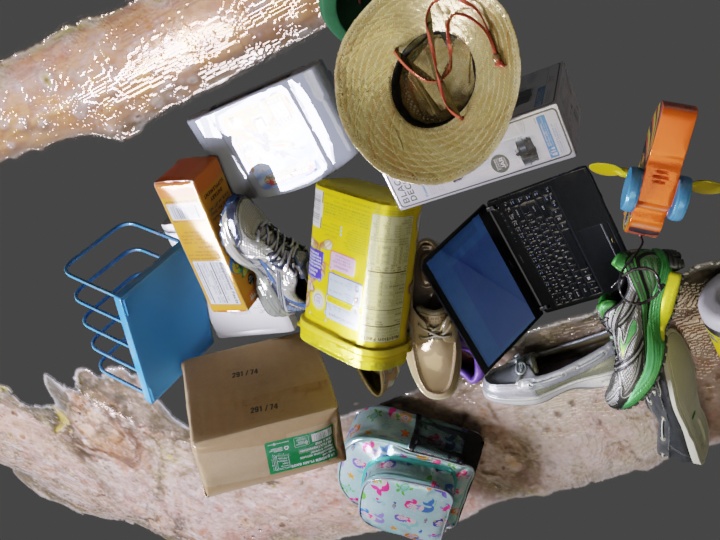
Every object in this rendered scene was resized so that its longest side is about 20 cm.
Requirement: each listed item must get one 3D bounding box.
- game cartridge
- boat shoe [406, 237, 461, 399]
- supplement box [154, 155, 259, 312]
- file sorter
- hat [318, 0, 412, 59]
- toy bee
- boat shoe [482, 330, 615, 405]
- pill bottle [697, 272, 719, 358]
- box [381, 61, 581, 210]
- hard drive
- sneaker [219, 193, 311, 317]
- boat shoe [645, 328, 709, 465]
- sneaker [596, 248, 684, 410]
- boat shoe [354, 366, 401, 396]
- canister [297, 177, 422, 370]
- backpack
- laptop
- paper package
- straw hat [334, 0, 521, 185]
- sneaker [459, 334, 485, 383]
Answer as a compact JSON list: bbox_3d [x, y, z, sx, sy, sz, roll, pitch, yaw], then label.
[{"bbox_3d":[-0.100,-0.161,0.967,0.199,0.042,0.134,-16,114,28],"label":"game cartridge"},{"bbox_3d":[0.087,0.060,0.979,0.072,0.065,0.201,-3,87,4],"label":"boat shoe"},{"bbox_3d":[-0.188,-0.043,1.024,0.068,0.067,0.201,1,126,25],"label":"supplement box"},{"bbox_3d":[-0.308,0.053,1.113,0.122,0.139,0.201,20,135,25],"label":"file sorter"},{"bbox_3d":[0.042,-0.342,0.797,0.165,0.177,0.200,2,160,-1],"label":"hat"},{"bbox_3d":[0.304,-0.081,0.858,0.131,0.109,0.201,33,104,4],"label":"toy bee"},{"bbox_3d":[0.252,0.123,1.031,0.201,0.075,0.065,-14,113,22],"label":"boat shoe"},{"bbox_3d":[0.473,0.096,0.906,0.112,0.113,0.200,-20,116,30],"label":"pill bottle"},{"bbox_3d":[0.128,-0.142,0.850,0.199,0.117,0.060,-16,119,29],"label":"box"},{"bbox_3d":[-0.181,0.006,1.121,0.131,0.026,0.201,-7,122,23],"label":"hard drive"},{"bbox_3d":[-0.105,-0.022,1.020,0.085,0.077,0.200,-1,137,30],"label":"sneaker"},{"bbox_3d":[0.391,0.162,1.012,0.067,0.072,0.201,3,124,43],"label":"boat shoe"},{"bbox_3d":[0.315,0.068,0.940,0.085,0.078,0.201,7,103,4],"label":"sneaker"},{"bbox_3d":[-0.002,0.085,1.083,0.071,0.076,0.201,-16,116,31],"label":"boat shoe"},{"bbox_3d":[0.000,0.000,0.960,0.148,0.086,0.201,22,113,41],"label":"canister"},{"bbox_3d":[0.064,0.298,1.180,0.199,0.151,0.178,19,130,11],"label":"backpack"},{"bbox_3d":[0.204,0.004,0.938,0.199,0.103,0.178,-19,117,29],"label":"laptop"},{"bbox_3d":[-0.137,0.193,1.103,0.199,0.191,0.104,-13,125,-9],"label":"paper package"},{"bbox_3d":[0.079,-0.189,0.785,0.200,0.085,0.202,10,112,25],"label":"straw hat"},{"bbox_3d":[0.094,0.073,1.039,0.200,0.084,0.081,34,128,-7],"label":"sneaker"}]
